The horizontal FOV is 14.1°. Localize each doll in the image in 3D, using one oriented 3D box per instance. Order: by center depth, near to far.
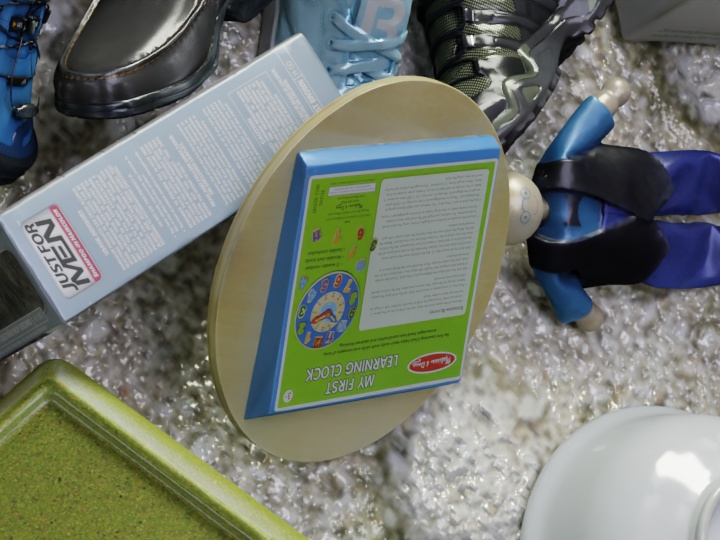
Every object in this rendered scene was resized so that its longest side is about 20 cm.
[{"bbox_3d":[0.139,-0.035,1.559,0.200,0.048,0.137,-1,96,-35],"label":"doll"}]

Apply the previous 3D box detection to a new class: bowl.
[{"bbox_3d":[0.189,0.158,1.512,0.201,0.090,0.201,11,68,-29],"label":"bowl"}]

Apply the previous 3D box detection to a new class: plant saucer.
[{"bbox_3d":[-0.132,0.138,1.271,0.200,0.048,0.200,34,60,23],"label":"plant saucer"}]

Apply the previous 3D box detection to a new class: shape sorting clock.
[{"bbox_3d":[0.000,0.000,1.423,0.200,0.039,0.200,-22,122,-40],"label":"shape sorting clock"}]

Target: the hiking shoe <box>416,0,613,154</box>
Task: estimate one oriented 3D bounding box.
[{"bbox_3d":[0.058,-0.121,1.547,0.101,0.076,0.200,37,51,-3],"label":"hiking shoe"}]

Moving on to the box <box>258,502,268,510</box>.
[{"bbox_3d":[-0.040,0.242,1.340,0.200,0.097,0.177,43,59,-11],"label":"box"}]

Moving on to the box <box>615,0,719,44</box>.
[{"bbox_3d":[0.262,-0.234,1.625,0.199,0.200,0.172,0,72,-32],"label":"box"}]

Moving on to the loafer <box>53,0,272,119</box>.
[{"bbox_3d":[-0.098,-0.138,1.412,0.200,0.073,0.072,-60,151,-54],"label":"loafer"}]

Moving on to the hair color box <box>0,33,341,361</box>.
[{"bbox_3d":[-0.105,-0.033,1.390,0.200,0.099,0.061,-34,94,-35],"label":"hair color box"}]

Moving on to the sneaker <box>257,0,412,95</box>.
[{"bbox_3d":[-0.007,-0.121,1.491,0.074,0.082,0.200,1,73,-30],"label":"sneaker"}]

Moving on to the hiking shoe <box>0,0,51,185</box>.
[{"bbox_3d":[-0.171,-0.139,1.362,0.074,0.087,0.200,-20,103,-62],"label":"hiking shoe"}]
